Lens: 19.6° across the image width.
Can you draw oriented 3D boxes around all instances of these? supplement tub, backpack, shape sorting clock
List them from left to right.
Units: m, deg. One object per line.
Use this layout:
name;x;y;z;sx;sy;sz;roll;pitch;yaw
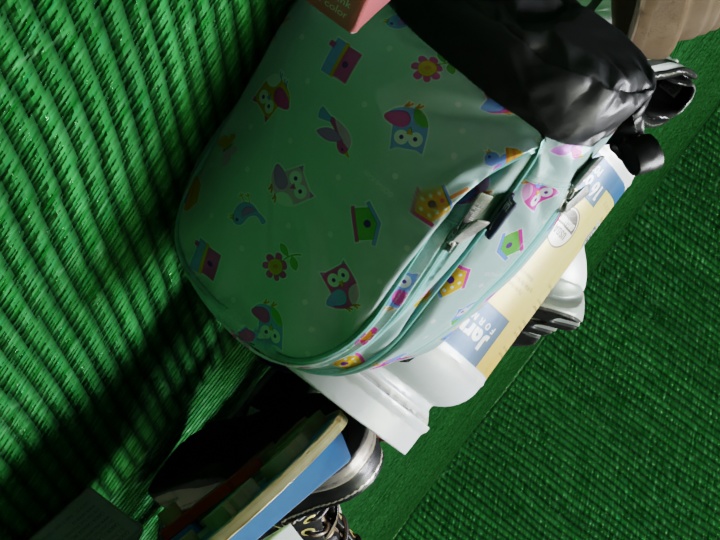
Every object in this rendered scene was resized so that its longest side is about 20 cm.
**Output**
shape sorting clock;-0.086;0.134;1.039;0.200;0.039;0.200;-38;177;-2
backpack;0.012;-0.050;0.910;0.126;0.167;0.200;-1;133;-54
supplement tub;0.034;-0.022;1.078;0.200;0.144;0.145;-54;171;-3

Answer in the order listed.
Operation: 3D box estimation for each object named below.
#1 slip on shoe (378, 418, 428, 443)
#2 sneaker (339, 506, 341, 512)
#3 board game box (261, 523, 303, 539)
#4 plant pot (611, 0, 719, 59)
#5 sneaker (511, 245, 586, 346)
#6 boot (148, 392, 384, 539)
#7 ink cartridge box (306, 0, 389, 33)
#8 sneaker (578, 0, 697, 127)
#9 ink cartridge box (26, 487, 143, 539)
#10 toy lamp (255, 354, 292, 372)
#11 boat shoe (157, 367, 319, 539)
slip on shoe;0.007;0.068;1.240;0.061;0.074;0.200;-21;172;-8
sneaker;-0.044;0.148;1.445;0.200;0.099;0.078;-44;167;-47
board game box;-0.119;0.209;1.101;0.200;0.035;0.126;-35;180;44
plant pot;0.187;-0.206;1.065;0.201;0.092;0.202;6;90;-89
sneaker;0.085;-0.006;1.225;0.200;0.074;0.089;161;-59;-68
boot;-0.021;0.152;1.210;0.200;0.151;0.073;-18;-151;50
ink cartridge box;0.031;-0.189;0.691;0.117;0.067;0.200;-46;168;-39
sneaker;0.184;-0.147;1.466;0.076;0.115;0.200;-58;170;26
ink cartridge box;-0.208;0.226;1.087;0.200;0.045;0.177;-40;163;-55
toy lamp;0.000;0.000;1.264;0.058;0.058;0.200;-59;170;32
boat shoe;-0.067;0.102;1.332;0.200;0.073;0.062;-49;139;-11
